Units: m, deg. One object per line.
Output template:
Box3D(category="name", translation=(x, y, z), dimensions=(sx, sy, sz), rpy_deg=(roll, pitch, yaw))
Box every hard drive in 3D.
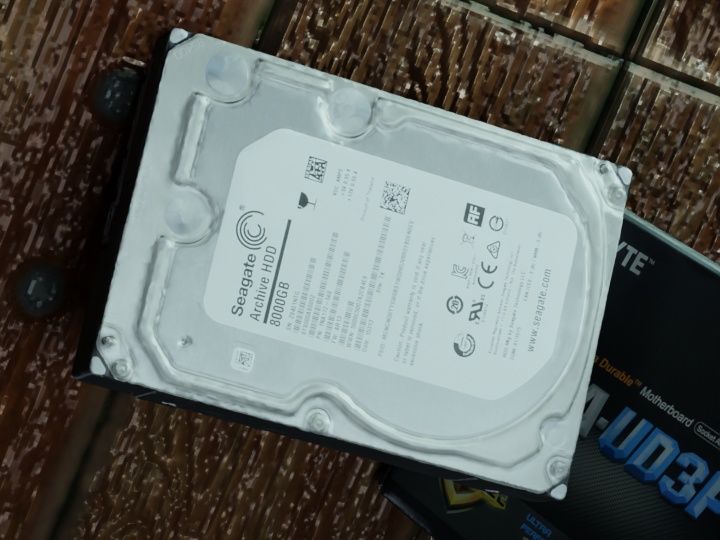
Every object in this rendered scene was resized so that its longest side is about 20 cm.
Box3D(category="hard drive", translation=(0.000, 0.000, 1.003), dimensions=(0.199, 0.038, 0.140), rpy_deg=(17, 79, -16))

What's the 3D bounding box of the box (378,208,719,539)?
Box3D(category="box", translation=(0.110, 0.070, 1.038), dimensions=(0.046, 0.200, 0.159), rpy_deg=(23, 100, -41))
